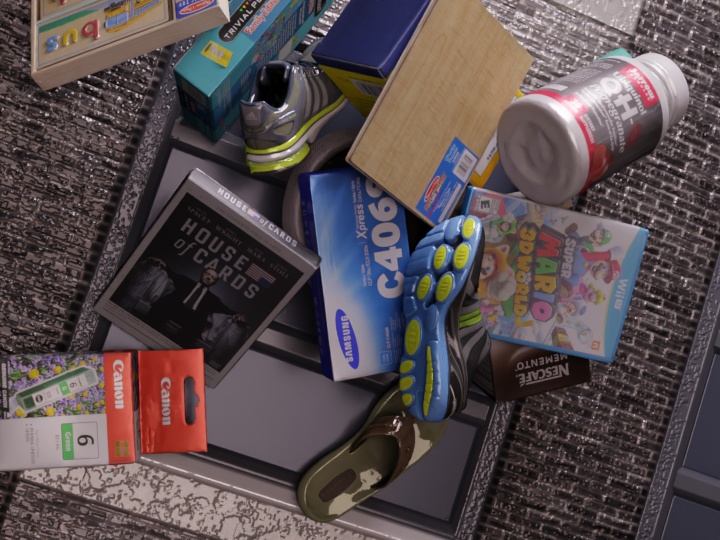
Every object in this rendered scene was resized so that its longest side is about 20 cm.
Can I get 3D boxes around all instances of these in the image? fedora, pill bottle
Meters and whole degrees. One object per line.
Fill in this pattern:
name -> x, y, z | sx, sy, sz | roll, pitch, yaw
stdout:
fedora -> 0.001, -0.048, 1.319 | 0.177, 0.090, 0.200 | -46, 107, -11
pill bottle -> 0.240, -0.151, 1.295 | 0.199, 0.110, 0.111 | -28, 96, -34

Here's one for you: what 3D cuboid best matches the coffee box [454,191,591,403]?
coffee box -> 0.168, 0.024, 1.347 | 0.112, 0.080, 0.202 | -12, 104, -13

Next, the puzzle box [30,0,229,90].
puzzle box -> -0.223, -0.258, 1.221 | 0.198, 0.025, 0.134 | -18, 57, 12

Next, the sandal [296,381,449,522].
sandal -> 0.022, 0.191, 1.336 | 0.201, 0.057, 0.080 | -43, 99, -12

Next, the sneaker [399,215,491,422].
sneaker -> 0.086, 0.046, 1.241 | 0.082, 0.070, 0.202 | 7, 91, -52

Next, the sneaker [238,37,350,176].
sneaker -> -0.062, -0.181, 1.273 | 0.201, 0.073, 0.081 | -65, 149, -45

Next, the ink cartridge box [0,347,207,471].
ink cartridge box -> -0.251, 0.133, 1.248 | 0.198, 0.050, 0.110 | -3, 89, -2

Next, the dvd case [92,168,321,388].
dvd case -> -0.151, 0.013, 1.245 | 0.150, 0.025, 0.200 | 35, 125, -11

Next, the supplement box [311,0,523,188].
supplement box -> 0.065, -0.188, 1.289 | 0.109, 0.109, 0.200 | -55, 131, -12

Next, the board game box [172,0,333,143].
board game box -> -0.101, -0.234, 1.264 | 0.047, 0.151, 0.200 | 37, 79, 3

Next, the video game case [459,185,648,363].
video game case -> 0.183, 0.006, 1.295 | 0.198, 0.018, 0.144 | 12, 97, -16

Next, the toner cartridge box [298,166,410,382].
toner cartridge box -> 0.000, 0.000, 1.252 | 0.094, 0.043, 0.202 | -10, 98, -17

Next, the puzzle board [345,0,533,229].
puzzle board -> 0.077, -0.157, 1.226 | 0.150, 0.017, 0.201 | 35, 82, -44

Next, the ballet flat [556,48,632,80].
ballet flat -> 0.230, -0.168, 1.396 | 0.070, 0.067, 0.201 | 30, 83, -20
